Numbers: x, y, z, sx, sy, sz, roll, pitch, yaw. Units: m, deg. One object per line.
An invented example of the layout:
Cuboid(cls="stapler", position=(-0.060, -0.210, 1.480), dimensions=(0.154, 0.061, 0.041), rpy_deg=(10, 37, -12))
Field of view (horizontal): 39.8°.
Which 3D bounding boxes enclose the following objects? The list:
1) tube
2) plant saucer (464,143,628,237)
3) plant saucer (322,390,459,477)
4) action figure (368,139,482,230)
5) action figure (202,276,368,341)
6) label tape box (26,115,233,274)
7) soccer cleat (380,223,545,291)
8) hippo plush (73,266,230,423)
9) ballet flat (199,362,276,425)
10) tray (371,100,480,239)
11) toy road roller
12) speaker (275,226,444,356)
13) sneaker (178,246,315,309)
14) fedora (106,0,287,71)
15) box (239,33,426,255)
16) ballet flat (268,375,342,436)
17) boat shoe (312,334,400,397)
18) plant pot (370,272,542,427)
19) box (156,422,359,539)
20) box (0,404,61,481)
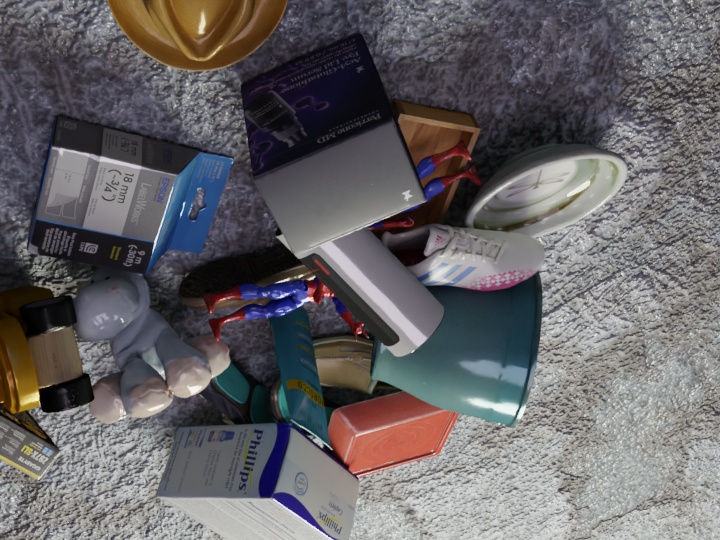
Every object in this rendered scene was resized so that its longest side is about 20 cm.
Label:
Cuboid(cls="tube", position=(-0.075, 0.126, 1.214), dimensions=(0.050, 0.200, 0.077), rpy_deg=(-38, 128, 19))
Cuboid(cls="plant saucer", position=(0.211, -0.100, 1.171), dimensions=(0.199, 0.050, 0.200), rpy_deg=(-15, 158, -6))
Cuboid(cls="plant saucer", position=(0.048, 0.226, 1.369), dimensions=(0.199, 0.037, 0.200), rpy_deg=(-13, 149, -18))
Cuboid(cls="action figure", position=(0.037, -0.080, 1.132), dimensions=(0.199, 0.052, 0.066), rpy_deg=(-23, 134, 8))
Cuboid(cls="action figure", position=(-0.070, 0.043, 1.140), dimensions=(0.199, 0.099, 0.065), rpy_deg=(-18, 130, -14))
Cuboid(cls="label tape box", position=(-0.253, -0.074, 1.103), dimensions=(0.199, 0.063, 0.145), rpy_deg=(11, 125, -20))
Cuboid(cls="soccer cleat", position=(0.115, -0.019, 1.148), dimensions=(0.199, 0.070, 0.086), rpy_deg=(-5, 149, 3))
Cuboid(cls="hippo plush", position=(-0.249, 0.064, 1.162), dimensions=(0.159, 0.200, 0.161), rpy_deg=(-17, 104, 15))
Cuboid(cls="ballet flat", position=(-0.165, 0.173, 1.324), dimensions=(0.073, 0.073, 0.200), rpy_deg=(-29, 135, 10))
Cuboid(cls="tray", position=(0.058, -0.098, 1.174), dimensions=(0.098, 0.037, 0.201), rpy_deg=(7, 127, -18))
Cuboid(cls="toy road roller", position=(-0.392, 0.095, 1.096), dimensions=(0.146, 0.200, 0.123), rpy_deg=(-15, 100, -29))
Cuboid(cls="speaker", position=(0.000, 0.000, 1.100), dimensions=(0.081, 0.081, 0.200), rpy_deg=(-39, 107, 18))
Cuboid(cls="sneaker", position=(-0.117, 0.022, 1.206), dimensions=(0.199, 0.071, 0.076), rpy_deg=(-15, 131, 0))
Cuboid(cls="fedora", position=(-0.154, -0.271, 0.955), dimensions=(0.200, 0.082, 0.201), rpy_deg=(-6, 129, -7))
Cuboid(cls="box", position=(-0.032, -0.133, 1.017), dimensions=(0.147, 0.200, 0.105), rpy_deg=(-23, 127, 5))
Cuboid(cls="ballet flat", position=(-0.082, 0.187, 1.329), dimensions=(0.068, 0.068, 0.200), rpy_deg=(9, 159, 34))
Cuboid(cls="boat shoe", position=(0.005, 0.132, 1.317), dimensions=(0.199, 0.076, 0.072), rpy_deg=(-2, 130, -11))
Cuboid(cls="plant pot", position=(0.111, 0.082, 1.241), dimensions=(0.187, 0.200, 0.201), rpy_deg=(9, 127, 0))
Cuboid(cls="box", position=(-0.133, 0.291, 1.334), dimensions=(0.199, 0.105, 0.184), rpy_deg=(-7, 144, 32))
Cuboid(cls="box", position=(-0.466, 0.158, 1.176), dimensions=(0.049, 0.160, 0.200), rpy_deg=(-53, 127, -8))
